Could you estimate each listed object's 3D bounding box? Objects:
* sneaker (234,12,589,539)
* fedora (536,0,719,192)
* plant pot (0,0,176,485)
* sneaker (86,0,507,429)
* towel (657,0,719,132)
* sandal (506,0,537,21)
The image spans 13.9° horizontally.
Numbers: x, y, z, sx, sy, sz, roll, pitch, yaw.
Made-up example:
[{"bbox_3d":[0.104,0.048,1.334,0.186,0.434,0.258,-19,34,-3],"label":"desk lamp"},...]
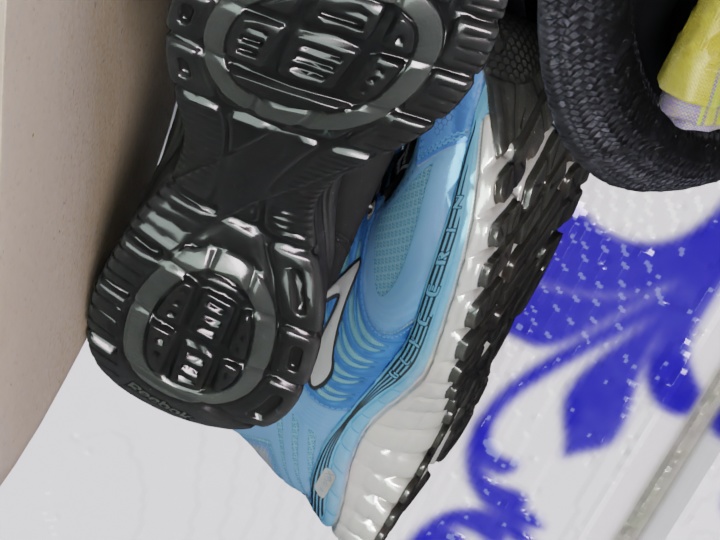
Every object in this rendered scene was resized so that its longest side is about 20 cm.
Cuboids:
[{"bbox_3d":[0.000,0.000,0.852,0.090,0.078,0.200,32,134,8],"label":"sneaker"},{"bbox_3d":[0.087,-0.122,0.762,0.092,0.200,0.201,39,126,33],"label":"fedora"},{"bbox_3d":[-0.141,-0.085,0.784,0.200,0.177,0.200,15,119,17],"label":"plant pot"},{"bbox_3d":[-0.015,-0.053,0.753,0.076,0.091,0.200,26,129,-6],"label":"sneaker"},{"bbox_3d":[0.149,-0.121,0.732,0.023,0.144,0.200,38,117,34],"label":"towel"},{"bbox_3d":[0.006,-0.106,0.827,0.076,0.043,0.200,-33,106,25],"label":"sandal"}]
